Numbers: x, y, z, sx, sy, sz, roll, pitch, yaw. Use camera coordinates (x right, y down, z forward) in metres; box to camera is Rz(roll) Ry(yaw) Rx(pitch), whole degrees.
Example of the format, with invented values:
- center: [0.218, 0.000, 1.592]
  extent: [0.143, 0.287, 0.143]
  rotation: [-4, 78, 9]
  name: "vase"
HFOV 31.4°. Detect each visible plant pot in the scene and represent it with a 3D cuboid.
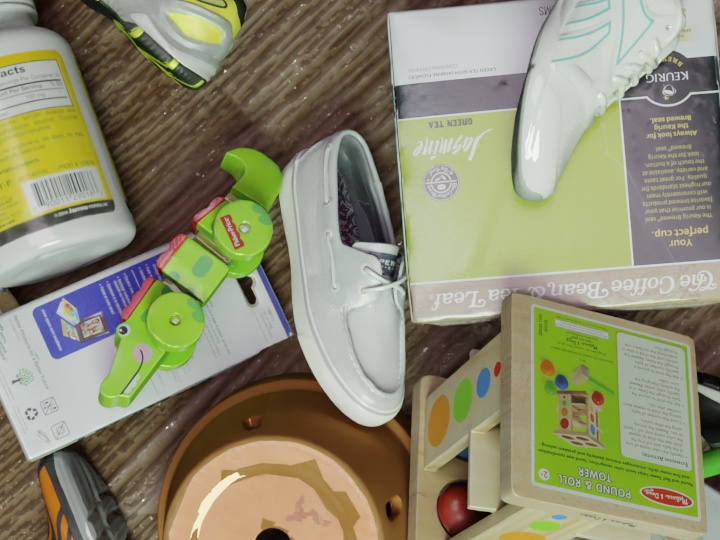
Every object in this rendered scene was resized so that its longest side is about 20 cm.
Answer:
- center: [-0.047, 0.170, 0.837]
  extent: [0.199, 0.140, 0.201]
  rotation: [0, 88, 7]
  name: "plant pot"

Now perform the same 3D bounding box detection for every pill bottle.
- center: [-0.237, -0.098, 0.880]
  extent: [0.111, 0.111, 0.201]
  rotation: [-21, 84, 5]
  name: "pill bottle"

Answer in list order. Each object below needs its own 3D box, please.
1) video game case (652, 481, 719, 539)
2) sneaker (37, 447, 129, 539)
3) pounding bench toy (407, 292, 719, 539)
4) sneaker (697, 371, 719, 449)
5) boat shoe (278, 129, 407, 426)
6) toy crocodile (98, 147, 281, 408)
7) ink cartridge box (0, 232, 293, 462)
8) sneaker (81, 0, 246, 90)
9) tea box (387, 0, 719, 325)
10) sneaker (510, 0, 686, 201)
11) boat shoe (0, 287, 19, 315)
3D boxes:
- center: [0.216, 0.240, 0.817]
  extent: [0.200, 0.022, 0.183]
  rotation: [32, 93, 36]
  name: "video game case"
- center: [-0.209, 0.230, 0.882]
  extent: [0.112, 0.078, 0.200]
  rotation: [-21, 86, 4]
  name: "sneaker"
- center: [0.146, 0.122, 0.799]
  extent: [0.199, 0.156, 0.125]
  rotation: [14, 59, -17]
  name: "pounding bench toy"
- center: [0.274, 0.142, 0.839]
  extent: [0.200, 0.076, 0.088]
  rotation: [31, 97, 6]
  name: "sneaker"
- center: [0.000, 0.000, 0.847]
  extent: [0.068, 0.072, 0.201]
  rotation: [-36, 53, 44]
  name: "boat shoe"
- center: [-0.113, 0.005, 0.848]
  extent: [0.062, 0.068, 0.200]
  rotation: [35, 73, -1]
  name: "toy crocodile"
- center: [-0.156, 0.045, 0.885]
  extent: [0.200, 0.039, 0.100]
  rotation: [-24, 85, -14]
  name: "ink cartridge box"
- center: [-0.166, -0.217, 0.903]
  extent: [0.200, 0.075, 0.076]
  rotation: [43, 85, -5]
  name: "sneaker"
- center: [0.127, -0.067, 0.830]
  extent: [0.199, 0.134, 0.197]
  rotation: [-4, 87, 6]
  name: "tea box"
- center: [0.140, -0.130, 0.730]
  extent: [0.080, 0.070, 0.201]
  rotation: [20, 87, 4]
  name: "sneaker"
- center: [-0.312, -0.036, 0.916]
  extent: [0.076, 0.072, 0.200]
  rotation: [-30, 83, -22]
  name: "boat shoe"
